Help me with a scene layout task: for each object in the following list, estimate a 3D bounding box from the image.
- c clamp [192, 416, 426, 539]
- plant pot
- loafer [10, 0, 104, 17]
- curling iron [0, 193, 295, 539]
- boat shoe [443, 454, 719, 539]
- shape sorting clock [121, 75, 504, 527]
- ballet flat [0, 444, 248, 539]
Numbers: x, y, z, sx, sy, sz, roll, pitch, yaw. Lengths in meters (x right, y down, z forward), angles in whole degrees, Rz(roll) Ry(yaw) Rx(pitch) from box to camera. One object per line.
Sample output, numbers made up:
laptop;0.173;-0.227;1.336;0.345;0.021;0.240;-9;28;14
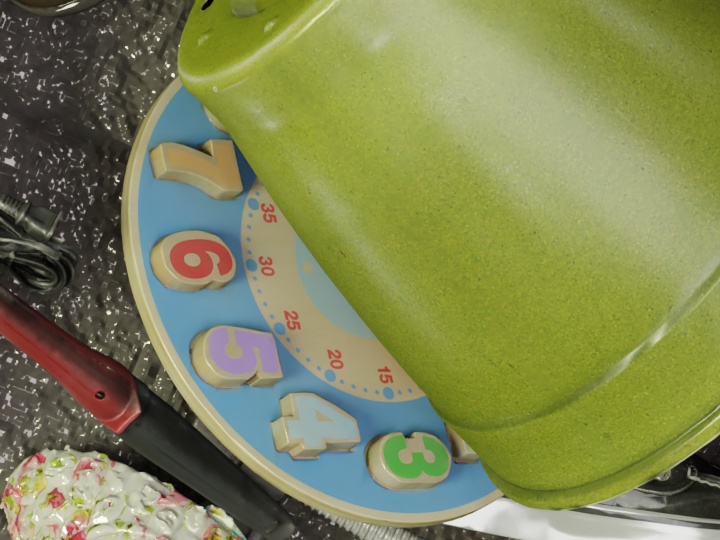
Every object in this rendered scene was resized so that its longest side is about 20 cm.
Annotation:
c clamp;0.004;0.126;1.149;0.200;0.027;0.171;37;107;-4
plant pot;0.048;-0.056;1.011;0.193;0.200;0.200;40;84;-21
loafer;-0.086;-0.185;1.007;0.071;0.073;0.200;15;99;-58
curling iron;-0.085;0.042;1.073;0.200;0.050;0.026;50;36;-34
boat shoe;0.103;0.079;1.192;0.200;0.071;0.064;9;95;-17
shape sorting clock;0.000;0.000;1.112;0.200;0.039;0.200;21;55;-32
ballet flat;-0.056;0.142;1.123;0.200;0.064;0.076;38;110;-2
